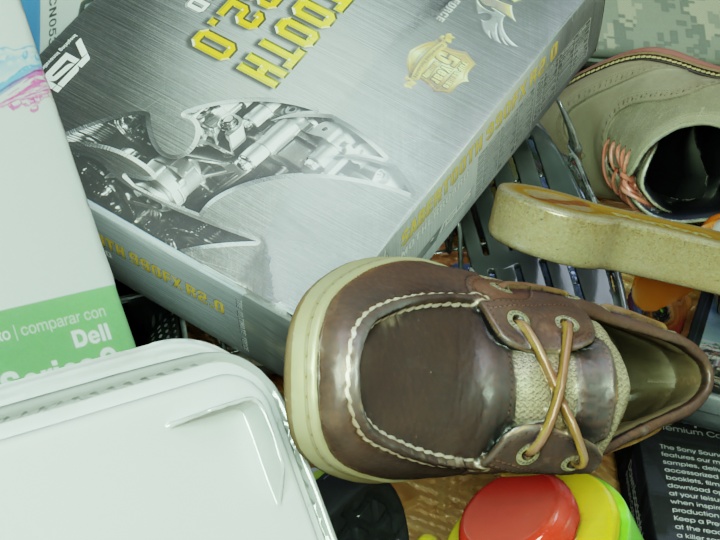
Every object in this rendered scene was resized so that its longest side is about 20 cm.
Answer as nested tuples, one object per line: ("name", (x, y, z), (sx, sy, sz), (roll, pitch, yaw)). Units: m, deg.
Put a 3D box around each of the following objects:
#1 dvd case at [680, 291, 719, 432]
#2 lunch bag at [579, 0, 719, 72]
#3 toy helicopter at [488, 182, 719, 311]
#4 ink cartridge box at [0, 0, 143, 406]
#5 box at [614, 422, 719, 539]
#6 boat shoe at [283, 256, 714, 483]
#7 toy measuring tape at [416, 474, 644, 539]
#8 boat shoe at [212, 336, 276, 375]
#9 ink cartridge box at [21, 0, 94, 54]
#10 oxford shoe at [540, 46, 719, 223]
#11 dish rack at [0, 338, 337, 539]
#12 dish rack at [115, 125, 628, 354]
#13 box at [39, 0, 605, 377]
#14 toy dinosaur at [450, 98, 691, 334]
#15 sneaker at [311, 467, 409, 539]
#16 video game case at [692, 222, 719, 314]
("dvd case", (0.225, 0.056, 0.792), (0.199, 0.018, 0.143), (15, 19, 10))
("lunch bag", (0.140, -0.181, 1.022), (0.199, 0.168, 0.139), (4, 1, -12))
("toy helicopter", (0.138, -0.005, 0.740), (0.199, 0.079, 0.132), (12, 14, -17))
("ink cartridge box", (-0.159, -0.018, 0.652), (0.087, 0.145, 0.201), (-16, 82, -36))
("box", (0.173, 0.114, 0.746), (0.142, 0.036, 0.200), (10, 34, -5))
("boat shoe", (0.053, 0.033, 0.642), (0.072, 0.072, 0.200), (-3, -8, 34))
("toy measuring tape", (0.096, 0.099, 0.664), (0.199, 0.074, 0.074), (-6, 21, 33))
("boat shoe", (-0.023, -0.025, 0.867), (0.067, 0.057, 0.200), (5, 50, 5))
("ink cartridge box", (-0.128, -0.082, 0.835), (0.084, 0.146, 0.200), (24, 35, 26))
("oxford shoe", (0.132, -0.058, 0.906), (0.075, 0.071, 0.200), (-31, 17, -33))
("dish rack", (-0.060, 0.121, 0.547), (0.171, 0.044, 0.201), (-15, 82, -36))
("dish rack", (0.000, 0.000, 0.772), (0.199, 0.055, 0.154), (-11, 58, -4))
("box", (-0.024, -0.069, 0.760), (0.158, 0.048, 0.200), (29, 61, 20))
("toy dinosaur", (0.087, -0.033, 0.899), (0.182, 0.105, 0.200), (47, 30, 13))
("sneaker", (-0.064, 0.121, 0.649), (0.083, 0.072, 0.200), (6, 23, 37))
("video game case", (0.249, 0.008, 0.891), (0.199, 0.026, 0.181), (13, 14, 2))
